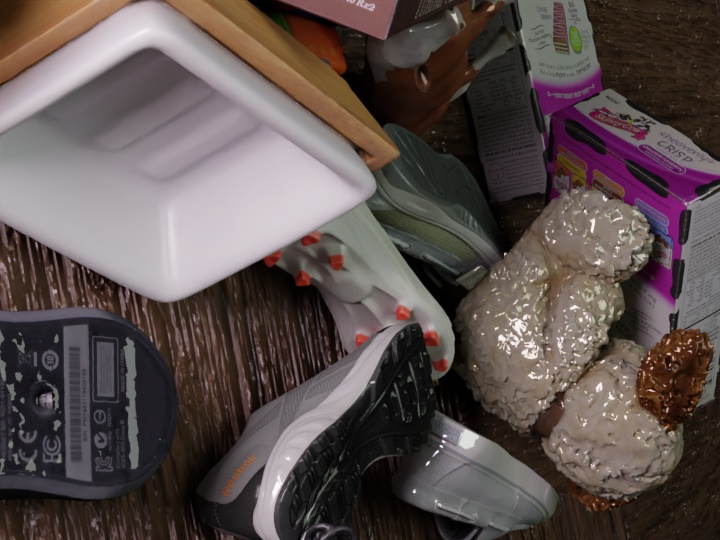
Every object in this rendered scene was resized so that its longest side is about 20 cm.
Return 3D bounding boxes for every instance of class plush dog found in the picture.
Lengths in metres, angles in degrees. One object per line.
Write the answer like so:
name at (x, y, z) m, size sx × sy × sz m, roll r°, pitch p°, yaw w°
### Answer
plush dog at (0.141, 0.074, 1.127) m, size 0.172 × 0.200 × 0.160 m, roll 43°, pitch 55°, yaw 18°

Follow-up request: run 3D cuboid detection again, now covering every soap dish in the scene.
soap dish at (-0.099, -0.072, 0.815) m, size 0.200 × 0.157 × 0.082 m, roll 33°, pitch 36°, yaw -50°

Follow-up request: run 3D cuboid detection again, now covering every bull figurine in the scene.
bull figurine at (0.045, -0.143, 1.060) m, size 0.121 × 0.200 × 0.065 m, roll -39°, pitch 83°, yaw -16°

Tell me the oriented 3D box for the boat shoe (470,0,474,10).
boat shoe at (0.032, -0.257, 1.162) m, size 0.068 × 0.074 × 0.201 m, roll -35°, pitch 111°, yaw -63°

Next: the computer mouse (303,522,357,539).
computer mouse at (-0.086, 0.204, 0.838) m, size 0.199 × 0.046 × 0.141 m, roll -23°, pitch 131°, yaw -41°

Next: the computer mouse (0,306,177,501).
computer mouse at (-0.169, 0.052, 0.754) m, size 0.199 × 0.053 × 0.139 m, roll 14°, pitch 70°, yaw -44°

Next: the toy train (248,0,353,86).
toy train at (-0.023, -0.103, 0.985) m, size 0.200 × 0.084 × 0.116 m, roll 0°, pitch 65°, yaw -64°

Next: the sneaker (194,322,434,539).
sneaker at (-0.019, 0.084, 0.951) m, size 0.200 × 0.079 × 0.074 m, roll -39°, pitch 123°, yaw -51°

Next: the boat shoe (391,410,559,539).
boat shoe at (0.073, 0.146, 1.111) m, size 0.069 × 0.072 × 0.200 m, roll -59°, pitch 157°, yaw -5°

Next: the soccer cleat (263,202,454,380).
soccer cleat at (0.000, 0.000, 1.035) m, size 0.200 × 0.069 × 0.078 m, roll 48°, pitch 28°, yaw -43°

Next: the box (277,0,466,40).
box at (0.008, -0.178, 0.877) m, size 0.200 × 0.100 × 0.075 m, roll -37°, pitch 148°, yaw -68°

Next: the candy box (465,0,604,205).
candy box at (0.130, -0.159, 1.307) m, size 0.136 × 0.061 × 0.201 m, roll -16°, pitch 95°, yaw -59°

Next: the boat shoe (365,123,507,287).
boat shoe at (0.041, -0.035, 1.128) m, size 0.202 × 0.065 × 0.075 m, roll 27°, pitch 39°, yaw -60°

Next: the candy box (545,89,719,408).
candy box at (0.194, -0.007, 1.210) m, size 0.061 × 0.136 × 0.201 m, roll -24°, pitch 134°, yaw -28°
